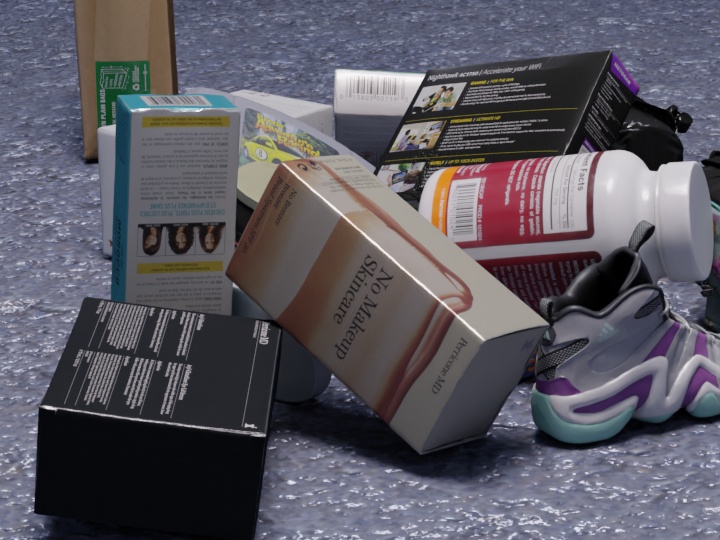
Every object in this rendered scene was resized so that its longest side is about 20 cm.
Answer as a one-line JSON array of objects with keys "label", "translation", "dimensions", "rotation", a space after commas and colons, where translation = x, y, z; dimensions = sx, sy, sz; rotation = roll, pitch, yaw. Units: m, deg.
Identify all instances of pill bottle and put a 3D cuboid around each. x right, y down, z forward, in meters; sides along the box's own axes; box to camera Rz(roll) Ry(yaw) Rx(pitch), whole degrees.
[{"label": "pill bottle", "translation": [0.150, -0.027, 1.541], "dimensions": [0.198, 0.114, 0.113], "rotation": [-4, 15, 21]}]

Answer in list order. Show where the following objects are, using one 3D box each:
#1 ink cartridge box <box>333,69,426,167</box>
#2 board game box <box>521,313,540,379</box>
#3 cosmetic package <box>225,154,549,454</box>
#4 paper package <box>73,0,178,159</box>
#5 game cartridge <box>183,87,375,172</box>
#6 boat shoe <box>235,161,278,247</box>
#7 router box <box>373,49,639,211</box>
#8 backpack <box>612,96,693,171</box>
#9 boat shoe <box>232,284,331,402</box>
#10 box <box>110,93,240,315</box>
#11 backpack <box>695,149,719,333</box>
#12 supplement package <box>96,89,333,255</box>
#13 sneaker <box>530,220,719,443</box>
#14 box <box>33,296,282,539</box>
[{"label": "ink cartridge box", "translation": [0.054, -0.139, 2.025], "dimensions": [0.159, 0.051, 0.200], "rotation": [2, -11, 0]}, {"label": "board game box", "translation": [0.086, 0.047, 1.603], "dimensions": [0.199, 0.035, 0.135], "rotation": [-15, 21, -36]}, {"label": "cosmetic package", "translation": [0.015, 0.020, 1.438], "dimensions": [0.200, 0.104, 0.087], "rotation": [40, 27, 25]}, {"label": "paper package", "translation": [-0.250, -0.236, 2.277], "dimensions": [0.103, 0.202, 0.191], "rotation": [-2, 16, -3]}, {"label": "game cartridge", "translation": [-0.069, -0.077, 1.798], "dimensions": [0.199, 0.041, 0.134], "rotation": [24, 38, -20]}, {"label": "boat shoe", "translation": [-0.026, -0.011, 1.626], "dimensions": [0.073, 0.063, 0.201], "rotation": [-23, 44, -38]}, {"label": "router box", "translation": [0.110, -0.100, 1.709], "dimensions": [0.199, 0.051, 0.150], "rotation": [0, 53, 44]}, {"label": "backpack", "translation": [0.198, -0.114, 1.969], "dimensions": [0.165, 0.128, 0.200], "rotation": [7, 14, -13]}, {"label": "boat shoe", "translation": [-0.068, 0.038, 1.581], "dimensions": [0.068, 0.074, 0.199], "rotation": [-11, 22, -33]}, {"label": "box", "translation": [-0.134, -0.023, 1.522], "dimensions": [0.082, 0.202, 0.049], "rotation": [-1, 17, -18]}, {"label": "backpack", "translation": [0.337, -0.015, 1.581], "dimensions": [0.174, 0.155, 0.200], "rotation": [-6, 8, -7]}, {"label": "supplement package", "translation": [-0.127, -0.083, 1.909], "dimensions": [0.117, 0.118, 0.199], "rotation": [14, 24, 36]}, {"label": "sneaker", "translation": [0.205, 0.031, 1.463], "dimensions": [0.199, 0.141, 0.078], "rotation": [-14, 20, -33]}, {"label": "box", "translation": [-0.126, 0.092, 1.375], "dimensions": [0.140, 0.080, 0.200], "rotation": [5, 19, 0]}]
